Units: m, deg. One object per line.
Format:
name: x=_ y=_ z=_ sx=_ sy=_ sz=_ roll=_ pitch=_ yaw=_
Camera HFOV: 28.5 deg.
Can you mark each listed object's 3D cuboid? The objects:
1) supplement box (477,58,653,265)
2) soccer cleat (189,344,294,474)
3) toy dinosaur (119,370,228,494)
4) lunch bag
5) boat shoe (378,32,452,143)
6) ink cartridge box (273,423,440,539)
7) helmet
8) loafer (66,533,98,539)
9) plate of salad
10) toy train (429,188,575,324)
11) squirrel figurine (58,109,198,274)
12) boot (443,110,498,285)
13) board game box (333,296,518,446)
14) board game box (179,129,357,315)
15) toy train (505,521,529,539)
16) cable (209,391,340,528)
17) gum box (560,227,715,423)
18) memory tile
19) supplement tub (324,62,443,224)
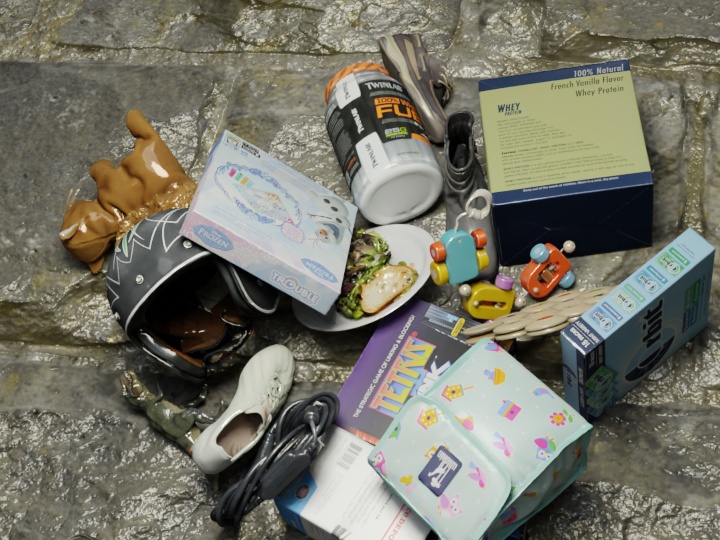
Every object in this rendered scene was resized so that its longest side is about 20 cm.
supplement box: x=0.258 y=-0.137 z=1.796 sx=0.198 sy=0.135 sz=0.201 roll=-7 pitch=56 yaw=6
soccer cleat: x=-0.126 y=0.164 z=1.688 sx=0.077 sy=0.069 sz=0.200 roll=-23 pitch=25 yaw=49
toy dinosaur: x=-0.209 y=0.179 z=1.736 sx=0.088 sy=0.048 sz=0.200 roll=-42 pitch=63 yaw=-13
lunch bag: x=0.127 y=0.200 z=1.547 sx=0.199 sy=0.122 sz=0.170 roll=-36 pitch=60 yaw=-22
boat shoe: x=0.089 y=-0.261 z=1.947 sx=0.073 sy=0.075 sz=0.201 roll=-23 pitch=57 yaw=-5
ink cartridge box: x=0.017 y=0.273 z=1.612 sx=0.199 sy=0.068 sz=0.116 roll=26 pitch=65 yaw=22
helmet: x=-0.214 y=0.018 z=1.724 sx=0.190 sy=0.200 sz=0.201 roll=42 pitch=66 yaw=-15
loafer: x=-0.282 y=0.369 z=1.605 sx=0.073 sy=0.073 sz=0.200 roll=-38 pitch=58 yaw=-13
plate of salad: x=0.000 y=0.000 z=1.774 sx=0.198 sy=0.048 sz=0.201 roll=-20 pitch=33 yaw=14
toy train: x=0.165 y=-0.015 z=1.735 sx=0.151 sy=0.199 sz=0.056 roll=-52 pitch=32 yaw=2
squirrel figurine: x=-0.302 y=-0.070 z=1.862 sx=0.186 sy=0.142 sz=0.200 roll=-37 pitch=55 yaw=-7
boot: x=0.130 y=-0.091 z=1.792 sx=0.069 sy=0.132 sz=0.202 roll=-10 pitch=56 yaw=3
board game box: x=0.074 y=0.142 z=1.697 sx=0.164 sy=0.057 sz=0.201 roll=21 pitch=63 yaw=21
board game box: x=-0.106 y=-0.061 z=1.719 sx=0.199 sy=0.043 sz=0.200 roll=30 pitch=31 yaw=-12
toy train: x=0.181 y=0.250 z=1.611 sx=0.034 sy=0.046 sz=0.202 roll=5 pitch=58 yaw=13
cable: x=-0.105 y=0.215 z=1.629 sx=0.200 sy=0.051 sz=0.163 roll=-47 pitch=12 yaw=17
gum box: x=0.318 y=0.066 z=1.630 sx=0.199 sy=0.170 sz=0.045 roll=-38 pitch=59 yaw=-14
memory tile: x=0.228 y=0.048 z=1.654 sx=0.199 sy=0.017 sz=0.153 roll=-19 pitch=5 yaw=-39
supplement tub: x=0.025 y=-0.171 z=1.870 sx=0.121 sy=0.123 sz=0.201 roll=-20 pitch=56 yaw=-3
